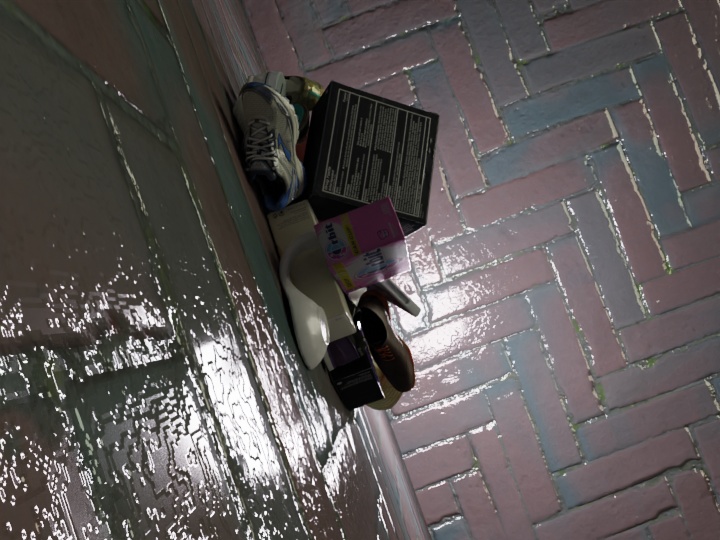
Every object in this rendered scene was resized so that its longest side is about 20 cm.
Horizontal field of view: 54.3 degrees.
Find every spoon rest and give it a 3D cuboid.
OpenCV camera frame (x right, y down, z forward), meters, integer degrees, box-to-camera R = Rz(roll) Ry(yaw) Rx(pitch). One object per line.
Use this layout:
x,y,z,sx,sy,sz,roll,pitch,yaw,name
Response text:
-0.080,0.041,0.972,0.100,0.060,0.201,68,15,-57,spoon rest

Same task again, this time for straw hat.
0.006,0.203,1.509,0.085,0.201,0.202,7,52,-40,straw hat

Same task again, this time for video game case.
0.000,0.000,1.271,0.199,0.023,0.182,30,-9,41,video game case

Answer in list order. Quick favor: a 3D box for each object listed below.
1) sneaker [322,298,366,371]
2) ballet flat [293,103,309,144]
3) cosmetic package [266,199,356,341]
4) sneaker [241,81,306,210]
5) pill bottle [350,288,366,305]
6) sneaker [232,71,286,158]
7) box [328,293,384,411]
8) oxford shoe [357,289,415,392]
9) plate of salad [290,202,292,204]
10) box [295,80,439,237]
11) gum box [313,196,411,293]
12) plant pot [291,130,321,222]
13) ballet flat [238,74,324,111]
-0.044,0.070,1.197,0.076,0.087,0.201,69,1,-61,sneaker
-0.126,-0.245,1.213,0.063,0.068,0.199,29,-11,-34,ballet flat
-0.076,0.005,1.088,0.105,0.071,0.201,68,2,-65,cosmetic package
-0.132,-0.175,1.028,0.085,0.076,0.201,-60,145,-43,sneaker
-0.045,0.011,1.501,0.112,0.111,0.202,69,13,-81,pill bottle
-0.170,-0.245,1.138,0.073,0.070,0.201,72,20,-46,sneaker
-0.029,0.133,1.285,0.142,0.078,0.201,75,-4,-57,box
0.040,0.138,1.255,0.201,0.071,0.073,64,20,-11,oxford shoe
-0.141,-0.155,1.486,0.200,0.048,0.202,-9,90,-87,plate of salad
0.010,-0.177,1.168,0.123,0.197,0.202,152,-50,-66,box
0.009,-0.030,1.046,0.200,0.113,0.067,63,7,-75,gum box
-0.051,-0.169,1.347,0.201,0.199,0.178,70,0,-54,plant pot
-0.156,-0.319,1.248,0.071,0.199,0.071,-25,120,-52,ballet flat
